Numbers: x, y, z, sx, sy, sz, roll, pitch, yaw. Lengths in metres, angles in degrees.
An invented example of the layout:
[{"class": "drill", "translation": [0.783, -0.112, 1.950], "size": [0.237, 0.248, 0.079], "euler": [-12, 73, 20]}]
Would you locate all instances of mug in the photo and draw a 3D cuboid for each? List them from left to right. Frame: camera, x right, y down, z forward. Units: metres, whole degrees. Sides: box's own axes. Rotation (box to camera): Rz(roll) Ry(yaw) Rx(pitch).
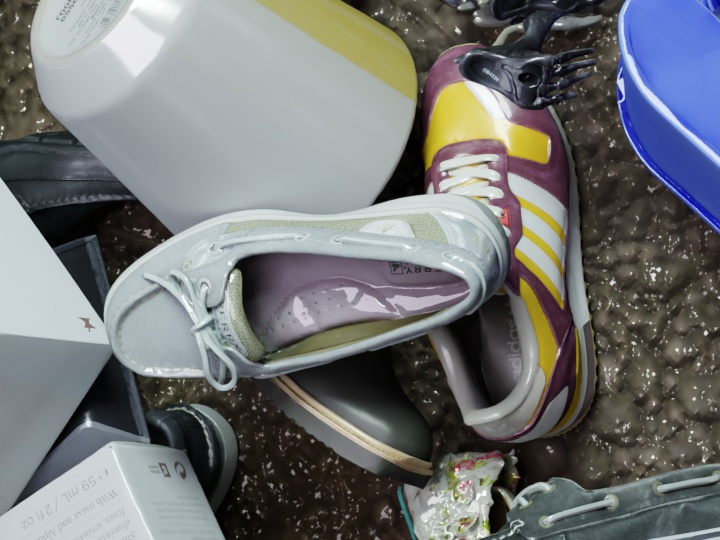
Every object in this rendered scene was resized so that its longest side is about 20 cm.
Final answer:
[{"class": "mug", "translation": [-0.077, -0.108, 1.419], "size": [0.149, 0.153, 0.187], "euler": [-32, 41, 29]}]

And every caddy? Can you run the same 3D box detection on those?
[{"class": "caddy", "translation": [0.206, -0.078, 1.334], "size": [0.141, 0.105, 0.200], "euler": [-43, 68, -5]}]

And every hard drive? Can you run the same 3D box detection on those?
[{"class": "hard drive", "translation": [-0.199, 0.078, 1.533], "size": [0.200, 0.042, 0.135], "euler": [-33, 63, 36]}]

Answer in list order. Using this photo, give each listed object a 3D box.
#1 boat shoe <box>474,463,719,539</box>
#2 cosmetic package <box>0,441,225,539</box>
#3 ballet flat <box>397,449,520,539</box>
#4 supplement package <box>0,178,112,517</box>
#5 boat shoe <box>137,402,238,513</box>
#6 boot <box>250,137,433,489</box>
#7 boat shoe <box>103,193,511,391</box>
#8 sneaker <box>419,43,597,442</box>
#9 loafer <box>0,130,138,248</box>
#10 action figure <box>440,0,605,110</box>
[{"class": "boat shoe", "translation": [0.096, 0.134, 1.364], "size": [0.199, 0.072, 0.071], "euler": [-7, 60, -15]}, {"class": "cosmetic package", "translation": [-0.101, 0.195, 1.418], "size": [0.102, 0.074, 0.200], "euler": [-35, 68, 22]}, {"class": "ballet flat", "translation": [0.077, 0.177, 1.403], "size": [0.064, 0.076, 0.201], "euler": [-24, 79, 16]}, {"class": "supplement package", "translation": [-0.269, 0.056, 1.439], "size": [0.200, 0.191, 0.147], "euler": [-55, 52, 22]}, {"class": "boat shoe", "translation": [-0.133, 0.159, 1.515], "size": [0.075, 0.060, 0.201], "euler": [25, 99, 26]}, {"class": "boot", "translation": [0.000, 0.000, 1.429], "size": [0.138, 0.077, 0.200], "euler": [-52, 51, 10]}, {"class": "boat shoe", "translation": [-0.031, 0.013, 1.351], "size": [0.201, 0.065, 0.075], "euler": [-9, 107, 17]}, {"class": "sneaker", "translation": [0.063, -0.017, 1.408], "size": [0.075, 0.090, 0.201], "euler": [-18, 80, 25]}, {"class": "loafer", "translation": [-0.174, -0.038, 1.546], "size": [0.200, 0.068, 0.071], "euler": [-3, 94, 32]}, {"class": "action figure", "translation": [0.078, -0.161, 1.401], "size": [0.200, 0.102, 0.119], "euler": [-105, 19, -52]}]
